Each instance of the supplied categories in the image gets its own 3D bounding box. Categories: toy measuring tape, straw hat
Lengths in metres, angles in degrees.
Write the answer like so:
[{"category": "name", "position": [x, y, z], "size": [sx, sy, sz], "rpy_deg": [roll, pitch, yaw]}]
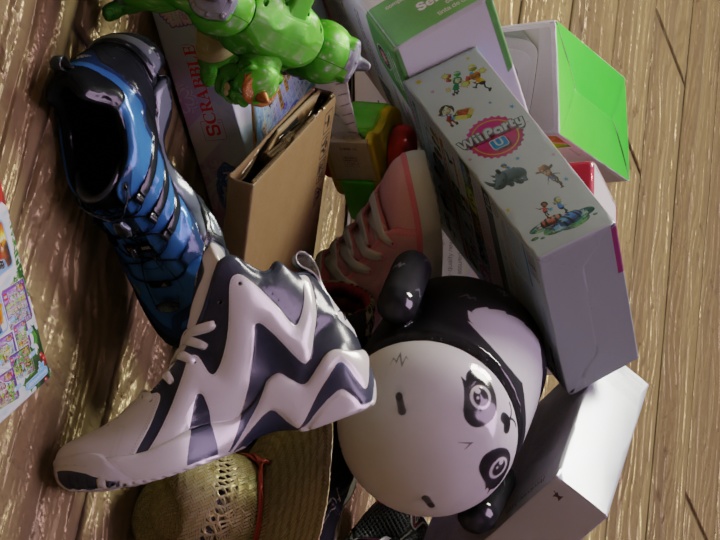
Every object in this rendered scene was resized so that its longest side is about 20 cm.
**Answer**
[{"category": "toy measuring tape", "position": [-0.001, -0.110, 1.700], "size": [0.201, 0.073, 0.074], "rpy_deg": [74, 22, -51]}, {"category": "straw hat", "position": [-0.094, 0.152, 1.488], "size": [0.085, 0.201, 0.202], "rpy_deg": [20, 56, -18]}]

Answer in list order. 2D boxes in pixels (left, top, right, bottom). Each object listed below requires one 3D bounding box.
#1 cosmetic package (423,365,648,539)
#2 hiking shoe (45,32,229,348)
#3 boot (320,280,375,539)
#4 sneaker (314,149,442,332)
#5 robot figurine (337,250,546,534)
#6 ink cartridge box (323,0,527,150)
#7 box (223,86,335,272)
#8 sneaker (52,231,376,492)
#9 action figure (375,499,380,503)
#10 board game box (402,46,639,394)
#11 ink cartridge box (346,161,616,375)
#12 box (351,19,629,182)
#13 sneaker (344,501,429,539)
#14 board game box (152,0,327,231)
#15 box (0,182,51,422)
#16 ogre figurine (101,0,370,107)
[{"category": "cosmetic package", "position": [0.111, 0.165, 1.686], "size": [0.052, 0.200, 0.151], "rpy_deg": [38, 37, -6]}, {"category": "hiking shoe", "position": [-0.142, -0.040, 1.457], "size": [0.087, 0.074, 0.201], "rpy_deg": [-35, 108, -57]}, {"category": "boot", "position": [-0.038, 0.104, 1.618], "size": [0.204, 0.073, 0.155], "rpy_deg": [-57, 155, -70]}, {"category": "sneaker", "position": [0.000, 0.000, 1.710], "size": [0.201, 0.104, 0.076], "rpy_deg": [97, -15, -47]}, {"category": "robot figurine", "position": [0.058, 0.079, 1.585], "size": [0.125, 0.150, 0.200], "rpy_deg": [-58, 179, 26]}, {"category": "ink cartridge box", "position": [0.032, -0.191, 1.762], "size": [0.200, 0.084, 0.145], "rpy_deg": [57, -6, 40]}, {"category": "box", "position": [-0.062, -0.002, 1.606], "size": [0.164, 0.021, 0.201], "rpy_deg": [-53, 155, -59]}, {"category": "sneaker", "position": [-0.099, 0.049, 1.421], "size": [0.079, 0.198, 0.131], "rpy_deg": [134, -62, -82]}, {"category": "action figure", "position": [0.040, 0.127, 1.764], "size": [0.200, 0.098, 0.066], "rpy_deg": [-152, -121, -79]}, {"category": "board game box", "position": [0.110, -0.035, 1.654], "size": [0.200, 0.064, 0.148], "rpy_deg": [54, -13, 40]}, {"category": "ink cartridge box", "position": [0.094, 0.004, 1.859], "size": [0.086, 0.198, 0.149], "rpy_deg": [47, 43, -58]}, {"category": "box", "position": [0.108, -0.129, 1.959], "size": [0.200, 0.175, 0.098], "rpy_deg": [23, 63, -67]}, {"category": "sneaker", "position": [0.003, 0.223, 1.740], "size": [0.200, 0.080, 0.075], "rpy_deg": [-60, 137, -56]}, {"category": "board game box", "position": [-0.075, -0.158, 1.677], "size": [0.200, 0.041, 0.201], "rpy_deg": [-61, 142, -55]}, {"category": "box", "position": [-0.231, 0.031, 1.233], "size": [0.200, 0.039, 0.138], "rpy_deg": [-48, 130, -62]}, {"category": "ogre figurine", "position": [-0.080, -0.158, 1.496], "size": [0.098, 0.119, 0.200], "rpy_deg": [-56, 132, -14]}]
